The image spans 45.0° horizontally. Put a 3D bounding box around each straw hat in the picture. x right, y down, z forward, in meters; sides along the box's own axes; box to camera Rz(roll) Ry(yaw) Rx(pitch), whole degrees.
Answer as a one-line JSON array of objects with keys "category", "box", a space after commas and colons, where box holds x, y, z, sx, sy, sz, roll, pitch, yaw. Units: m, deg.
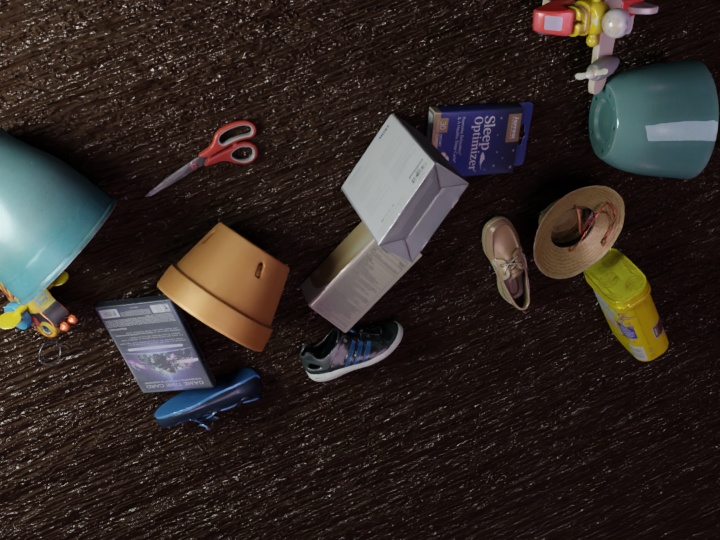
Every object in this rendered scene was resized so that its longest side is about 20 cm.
[{"category": "straw hat", "box": [0.382, -0.089, 1.610, 0.198, 0.085, 0.203, -14, 126, -20]}]

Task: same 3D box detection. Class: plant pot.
[{"category": "plant pot", "box": [-0.482, -0.088, 1.222, 0.200, 0.200, 0.188, -43, 111, 9]}, {"category": "plant pot", "box": [-0.205, 0.018, 1.396, 0.199, 0.200, 0.141, 35, 88, -34]}, {"category": "plant pot", "box": [0.487, -0.257, 1.485, 0.158, 0.201, 0.203, -1, 122, -7]}]

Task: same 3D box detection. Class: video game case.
[{"category": "video game case", "box": [-0.343, 0.127, 1.467, 0.141, 0.019, 0.202, -6, 128, 16]}]

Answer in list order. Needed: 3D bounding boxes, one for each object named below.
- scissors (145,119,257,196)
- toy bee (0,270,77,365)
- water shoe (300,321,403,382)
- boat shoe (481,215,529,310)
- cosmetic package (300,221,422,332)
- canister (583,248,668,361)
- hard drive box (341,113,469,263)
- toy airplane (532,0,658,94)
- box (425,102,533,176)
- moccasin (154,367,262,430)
[{"category": "scissors", "box": [-0.252, -0.177, 1.357, 0.197, 0.014, 0.074, -20, 128, -7]}, {"category": "toy bee", "box": [-0.489, 0.055, 1.349, 0.200, 0.107, 0.132, 49, 52, -44]}, {"category": "water shoe", "box": [-0.015, 0.137, 1.604, 0.198, 0.072, 0.080, -27, 124, -4]}, {"category": "boat shoe", "box": [0.282, -0.013, 1.629, 0.071, 0.065, 0.201, -27, 126, -3]}, {"category": "cosmetic package", "box": [0.000, 0.000, 1.525, 0.200, 0.071, 0.105, -44, 125, 9]}, {"category": "canister", "box": [0.531, 0.071, 1.729, 0.086, 0.149, 0.201, -33, 128, 2]}, {"category": "hard drive box", "box": [0.065, -0.135, 1.387, 0.076, 0.201, 0.157, 25, 110, -32]}, {"category": "toy airplane", "box": [0.392, -0.406, 1.382, 0.199, 0.142, 0.199, -47, 124, 10]}, {"category": "box", "box": [0.207, -0.224, 1.492, 0.197, 0.032, 0.123, -7, 122, -18]}, {"category": "moccasin", "box": [-0.268, 0.246, 1.566, 0.197, 0.081, 0.069, -20, 114, -7]}]
